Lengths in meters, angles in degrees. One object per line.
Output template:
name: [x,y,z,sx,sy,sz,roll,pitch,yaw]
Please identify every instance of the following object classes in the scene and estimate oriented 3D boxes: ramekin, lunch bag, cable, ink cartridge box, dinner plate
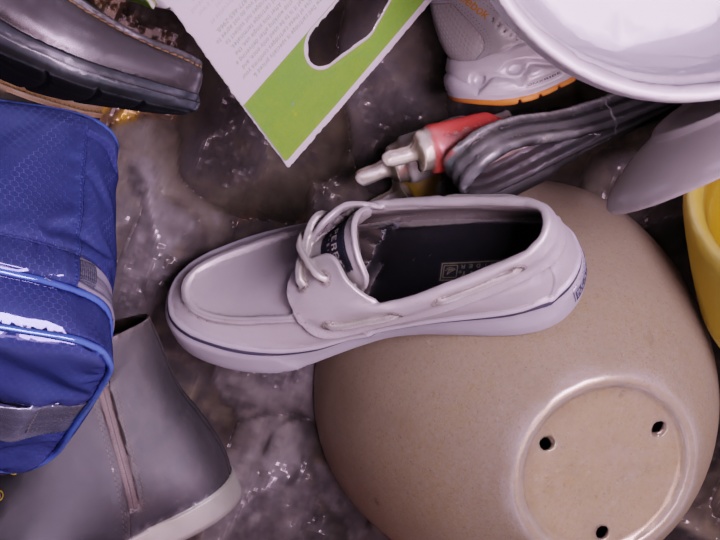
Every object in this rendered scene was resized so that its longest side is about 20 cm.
ramekin: [0.131,-0.174,1.131,0.199,0.105,0.201,-1,95,-7]
lunch bag: [-0.203,0.008,1.096,0.199,0.133,0.136,8,145,-19]
cable: [0.094,-0.076,1.223,0.199,0.097,0.050,-27,80,-14]
ink cartridge box: [-0.059,-0.166,1.127,0.148,0.076,0.200,-50,128,-17]
dinner plate: [0.194,-0.083,1.168,0.200,0.200,0.024,-29,97,-7]

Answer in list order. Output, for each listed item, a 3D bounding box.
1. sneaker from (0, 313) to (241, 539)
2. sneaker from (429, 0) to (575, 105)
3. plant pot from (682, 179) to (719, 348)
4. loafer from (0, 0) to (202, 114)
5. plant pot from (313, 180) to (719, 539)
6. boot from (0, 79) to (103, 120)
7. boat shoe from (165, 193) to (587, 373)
sneaker: [-0.165,0.102,1.208,0.199,0.075,0.107,-28,104,-11]
sneaker: [0.121,-0.152,1.213,0.199,0.076,0.092,-25,109,-10]
plant pot: [0.266,0.028,1.261,0.200,0.201,0.190,-21,127,-11]
loafer: [-0.150,-0.121,1.060,0.199,0.073,0.073,23,81,-19]
plant pot: [0.091,0.070,1.240,0.199,0.134,0.201,-5,108,-16]
boot: [-0.173,-0.157,1.115,0.199,0.077,0.139,28,92,-25]
boat shoe: [0.000,0.000,1.179,0.199,0.072,0.066,-2,151,19]
